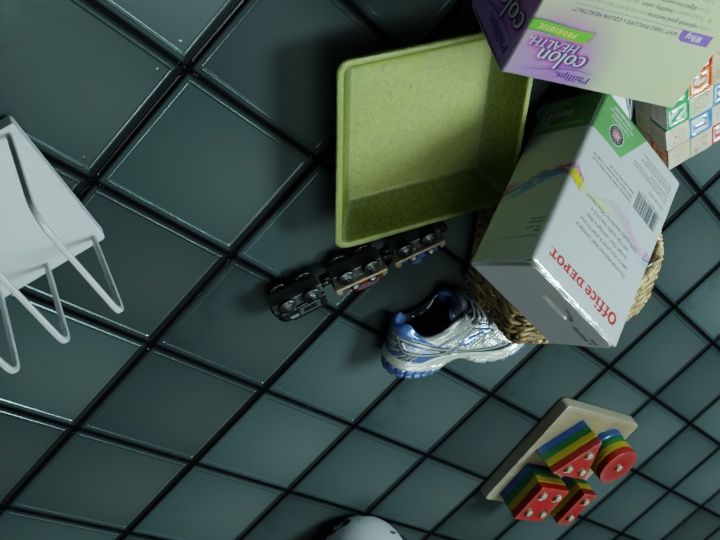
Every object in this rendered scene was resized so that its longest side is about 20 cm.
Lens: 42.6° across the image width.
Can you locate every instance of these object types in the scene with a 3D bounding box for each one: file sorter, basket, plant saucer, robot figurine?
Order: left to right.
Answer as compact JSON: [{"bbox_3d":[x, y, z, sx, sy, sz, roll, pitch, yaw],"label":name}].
[{"bbox_3d":[-0.306,0.011,0.708,0.199,0.125,0.139,-31,137,-3],"label":"file sorter"},{"bbox_3d":[-0.010,0.430,1.281,0.124,0.151,0.201,20,124,0],"label":"robot figurine"},{"bbox_3d":[0.059,-0.133,0.861,0.198,0.048,0.201,-16,134,-19],"label":"plant saucer"},{"bbox_3d":[0.231,-0.022,0.999,0.199,0.143,0.150,-14,135,-21],"label":"basket"}]

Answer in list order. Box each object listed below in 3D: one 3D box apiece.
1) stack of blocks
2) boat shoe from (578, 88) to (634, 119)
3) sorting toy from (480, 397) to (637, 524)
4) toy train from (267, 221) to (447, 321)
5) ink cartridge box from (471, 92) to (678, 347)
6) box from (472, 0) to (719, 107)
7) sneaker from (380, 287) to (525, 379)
[{"bbox_3d":[0.345,-0.215,0.956,0.115,0.059,0.201,-29,138,-6],"label":"stack of blocks"},{"bbox_3d":[0.246,-0.215,0.894,0.066,0.070,0.201,-30,130,-2],"label":"boat shoe"},{"bbox_3d":[0.318,0.302,1.405,0.199,0.070,0.199,19,116,-41],"label":"sorting toy"},{"bbox_3d":[0.000,0.000,0.947,0.199,0.034,0.046,-26,145,-8],"label":"toy train"},{"bbox_3d":[0.212,-0.046,0.896,0.145,0.084,0.201,41,65,-29],"label":"ink cartridge box"},{"bbox_3d":[0.215,-0.247,0.724,0.175,0.097,0.201,6,136,-22],"label":"box"},{"bbox_3d":[0.119,0.060,1.057,0.199,0.077,0.086,-17,131,-19],"label":"sneaker"}]
